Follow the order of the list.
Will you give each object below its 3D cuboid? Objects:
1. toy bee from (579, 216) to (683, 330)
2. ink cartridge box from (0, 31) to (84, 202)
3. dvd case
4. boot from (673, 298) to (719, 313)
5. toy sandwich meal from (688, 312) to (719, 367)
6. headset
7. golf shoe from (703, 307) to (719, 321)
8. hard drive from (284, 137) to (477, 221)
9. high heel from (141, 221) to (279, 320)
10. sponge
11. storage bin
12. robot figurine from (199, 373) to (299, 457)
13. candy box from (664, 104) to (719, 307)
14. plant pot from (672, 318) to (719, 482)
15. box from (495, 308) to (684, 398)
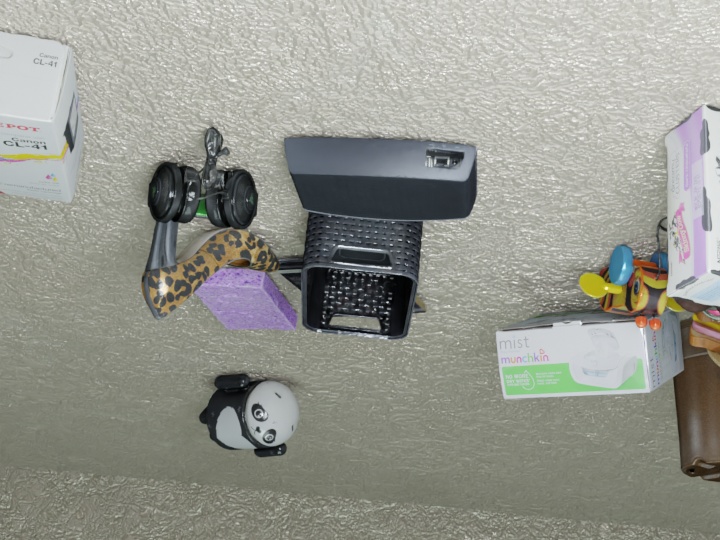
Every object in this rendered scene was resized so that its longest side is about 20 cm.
[{"bbox_3d":[0.323,0.022,1.401,0.130,0.110,0.200,3,160,12],"label":"toy bee"},{"bbox_3d":[-0.351,-0.148,1.154,0.146,0.086,0.200,8,161,-6],"label":"ink cartridge box"},{"bbox_3d":[-0.011,0.022,1.626,0.147,0.016,0.200,-3,158,23],"label":"dvd case"},{"bbox_3d":[0.383,0.037,1.237,0.072,0.168,0.201,-2,147,-7],"label":"boot"},{"bbox_3d":[0.497,0.067,1.407,0.203,0.205,0.071,-2,115,20],"label":"toy sandwich meal"},{"bbox_3d":[-0.170,-0.095,1.304,0.122,0.095,0.200,5,176,-9],"label":"headset"},{"bbox_3d":[0.486,0.007,1.359,0.198,0.078,0.089,-8,134,-2],"label":"golf shoe"},{"bbox_3d":[0.024,-0.094,1.256,0.198,0.043,0.135,3,160,7],"label":"hard drive"},{"bbox_3d":[-0.182,0.013,1.462,0.071,0.144,0.199,-14,152,43],"label":"high heel"},{"bbox_3d":[-0.166,0.044,1.711,0.110,0.030,0.200,2,159,12],"label":"sponge"},{"bbox_3d":[0.000,0.000,1.427,0.134,0.095,0.200,6,154,0],"label":"storage bin"},{"bbox_3d":[-0.206,0.269,2.202,0.199,0.126,0.150,-10,155,39],"label":"robot figurine"},{"bbox_3d":[0.386,-0.045,1.105,0.198,0.169,0.072,11,158,-15],"label":"candy box"},{"bbox_3d":[0.524,0.186,1.661,0.198,0.200,0.201,5,159,2],"label":"plant pot"},{"bbox_3d":[0.304,0.103,1.563,0.198,0.098,0.176,-6,-177,28],"label":"box"}]
